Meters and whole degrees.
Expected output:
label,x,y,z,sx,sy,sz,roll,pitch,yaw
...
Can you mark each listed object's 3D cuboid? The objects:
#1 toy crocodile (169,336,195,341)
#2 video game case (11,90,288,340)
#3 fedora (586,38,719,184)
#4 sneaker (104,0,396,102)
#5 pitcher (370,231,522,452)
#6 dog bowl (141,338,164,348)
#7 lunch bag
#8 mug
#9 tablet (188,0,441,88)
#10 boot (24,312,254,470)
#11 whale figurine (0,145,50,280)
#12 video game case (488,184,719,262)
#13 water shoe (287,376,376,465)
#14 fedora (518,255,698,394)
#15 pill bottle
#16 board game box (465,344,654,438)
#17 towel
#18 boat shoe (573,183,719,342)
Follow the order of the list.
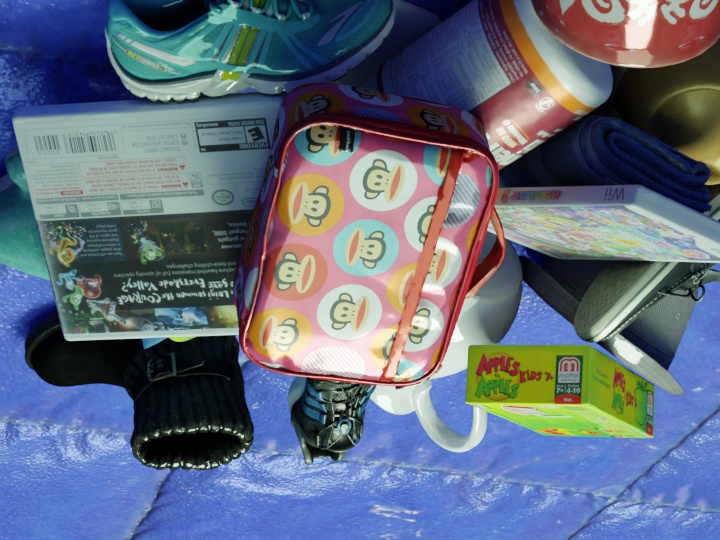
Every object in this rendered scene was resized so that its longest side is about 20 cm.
label,x,y,z,sx,sy,sz,roll,pitch,yaw
toy crocodile,-0.099,-0.030,1.182,0.062,0.068,0.201,-20,152,-51
video game case,-0.135,-0.036,1.140,0.198,0.023,0.183,-2,118,10
fedora,0.248,-0.124,1.184,0.198,0.082,0.201,-3,146,-2
sneaker,-0.074,-0.165,1.073,0.198,0.078,0.080,-9,134,2
pitcher,0.071,0.057,1.360,0.172,0.121,0.200,44,138,3
dog bowl,-0.109,-0.004,1.294,0.199,0.111,0.050,-30,94,30
lunch bag,0.012,-0.019,1.085,0.174,0.082,0.202,8,119,-13
mug,0.189,-0.257,0.984,0.133,0.178,0.201,26,145,19
tablet,-0.056,-0.171,1.138,0.199,0.014,0.130,18,139,-29
boot,-0.196,0.103,1.382,0.209,0.159,0.080,-14,145,12
whale figurine,-0.238,-0.029,1.236,0.198,0.105,0.160,-9,146,7
video game case,0.169,-0.033,1.156,0.142,0.018,0.199,20,169,-37
water shoe,-0.012,0.107,1.321,0.071,0.080,0.200,-7,161,-14
fedora,0.224,0.020,1.356,0.091,0.177,0.200,-52,149,6
pill bottle,0.070,-0.118,1.135,0.199,0.110,0.109,-32,137,26
board game box,0.168,0.101,1.312,0.101,0.048,0.200,-1,167,25
towel,0.170,-0.067,1.194,0.111,0.049,0.200,26,170,-15
boat shoe,0.250,-0.008,1.241,0.200,0.075,0.062,-42,107,-6
